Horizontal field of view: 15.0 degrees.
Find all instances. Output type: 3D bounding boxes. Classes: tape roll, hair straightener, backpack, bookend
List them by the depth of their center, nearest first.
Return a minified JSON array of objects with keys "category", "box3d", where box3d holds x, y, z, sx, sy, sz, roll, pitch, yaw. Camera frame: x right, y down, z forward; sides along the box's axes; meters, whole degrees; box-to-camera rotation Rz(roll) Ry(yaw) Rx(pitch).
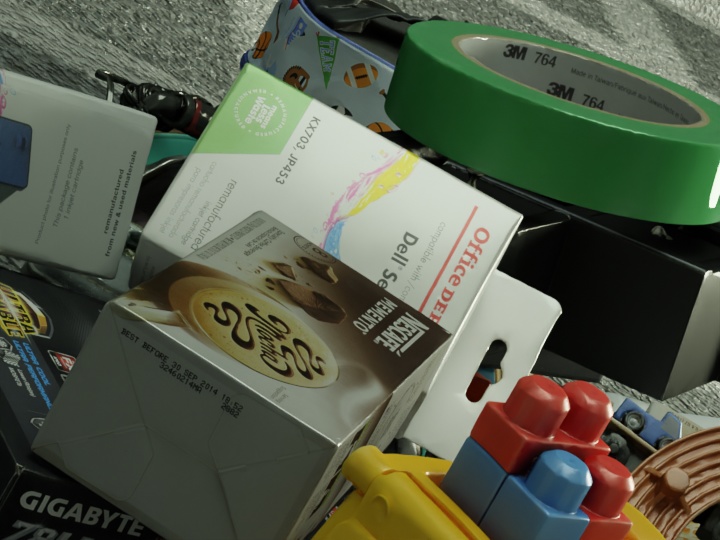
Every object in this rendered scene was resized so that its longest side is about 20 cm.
[{"category":"bookend","box3d":[0.104,-0.002,1.474,0.198,0.093,0.200,25,17,25]},{"category":"tape roll","box3d":[0.114,-0.083,1.500,0.199,0.048,0.201,16,15,-5]},{"category":"hair straightener","box3d":[-0.099,-0.080,1.544,0.077,0.041,0.200,18,4,26]},{"category":"backpack","box3d":[0.012,-0.113,1.825,0.190,0.154,0.200,31,8,-27]}]

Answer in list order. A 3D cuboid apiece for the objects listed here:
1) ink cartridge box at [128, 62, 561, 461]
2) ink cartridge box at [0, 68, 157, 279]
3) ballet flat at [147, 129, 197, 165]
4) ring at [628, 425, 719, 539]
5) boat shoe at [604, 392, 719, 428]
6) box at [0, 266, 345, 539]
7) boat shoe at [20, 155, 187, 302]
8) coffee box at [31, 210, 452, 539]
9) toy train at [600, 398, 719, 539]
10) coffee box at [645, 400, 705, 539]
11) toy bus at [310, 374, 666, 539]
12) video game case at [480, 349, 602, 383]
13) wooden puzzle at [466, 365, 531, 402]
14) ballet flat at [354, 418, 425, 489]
[{"category":"ink cartridge box","box3d":[0.000,0.000,1.348,0.199,0.117,0.067,29,-26,1]},{"category":"ink cartridge box","box3d":[-0.223,-0.065,1.306,0.199,0.088,0.145,17,-3,-43]},{"category":"ballet flat","box3d":[-0.164,-0.064,1.557,0.063,0.069,0.200,7,-2,35]},{"category":"ring","box3d":[0.196,0.155,1.218,0.199,0.019,0.201,7,60,-12]},{"category":"boat shoe","box3d":[0.139,0.110,1.464,0.199,0.073,0.067,5,64,-35]},{"category":"box","box3d":[-0.108,0.075,1.239,0.198,0.050,0.200,18,21,-33]},{"category":"boat shoe","box3d":[-0.124,-0.014,1.441,0.074,0.065,0.202,31,16,3]},{"category":"coffee box","box3d":[-0.046,0.052,1.189,0.113,0.080,0.200,32,18,8]},{"category":"toy train","box3d":[0.183,0.121,1.264,0.200,0.046,0.034,35,-21,7]},{"category":"coffee box","box3d":[0.154,0.161,1.309,0.114,0.080,0.200,29,29,2]},{"category":"toy bus","box3d":[0.063,0.136,1.100,0.200,0.193,0.136,15,21,-47]},{"category":"video game case","box3d":[0.020,0.004,1.577,0.199,0.026,0.181,10,20,-34]},{"category":"wooden puzzle","box3d":[0.015,0.035,1.570,0.199,0.037,0.185,24,16,-5]},{"category":"ballet flat","box3d":[-0.047,0.043,1.410,0.073,0.073,0.200,10,31,-51]}]
